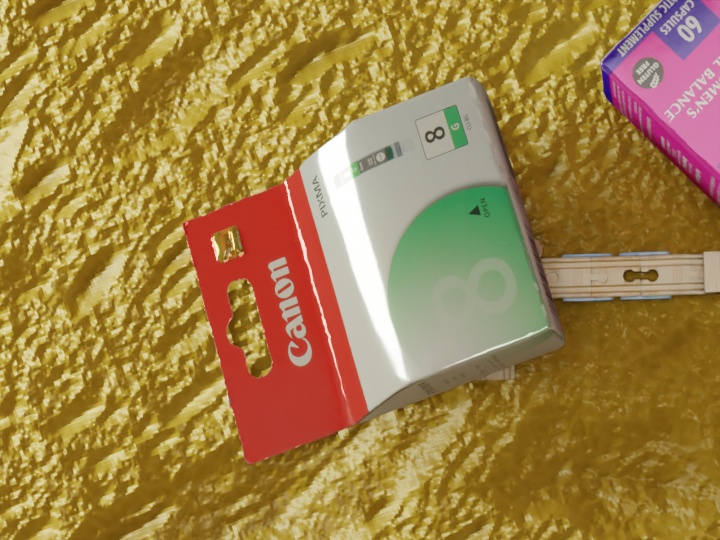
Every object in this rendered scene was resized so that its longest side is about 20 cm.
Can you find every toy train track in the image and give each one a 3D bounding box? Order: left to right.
[{"bbox_3d":[0.117,0.003,1.350,0.198,0.033,0.116,-2,84,8],"label":"toy train track"}]

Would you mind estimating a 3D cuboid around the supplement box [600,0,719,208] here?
[{"bbox_3d":[0.236,-0.073,1.305,0.200,0.103,0.101,45,91,9],"label":"supplement box"}]

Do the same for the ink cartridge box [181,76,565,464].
[{"bbox_3d":[0.000,0.000,1.339,0.199,0.050,0.162,-20,68,9],"label":"ink cartridge box"}]
